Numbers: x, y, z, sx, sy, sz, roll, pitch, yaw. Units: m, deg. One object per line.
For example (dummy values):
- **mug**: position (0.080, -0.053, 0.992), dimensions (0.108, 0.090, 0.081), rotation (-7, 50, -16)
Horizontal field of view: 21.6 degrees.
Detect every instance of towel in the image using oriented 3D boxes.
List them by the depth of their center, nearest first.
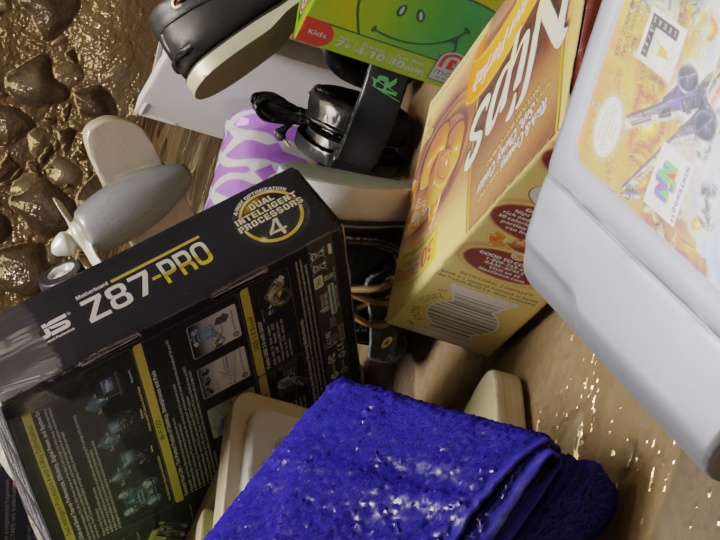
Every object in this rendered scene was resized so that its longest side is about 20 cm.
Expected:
- **towel**: position (-0.019, 0.123, 0.644), dimensions (0.147, 0.050, 0.200), rotation (14, 55, 44)

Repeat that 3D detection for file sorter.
- **file sorter**: position (-0.061, -0.171, 1.291), dimensions (0.200, 0.137, 0.126), rotation (146, 137, -71)

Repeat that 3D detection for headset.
- **headset**: position (-0.010, -0.113, 1.110), dimensions (0.200, 0.093, 0.125), rotation (134, 151, -76)

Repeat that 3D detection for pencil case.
- **pencil case**: position (-0.070, -0.009, 1.263), dimensions (0.084, 0.085, 0.202), rotation (130, 153, -70)

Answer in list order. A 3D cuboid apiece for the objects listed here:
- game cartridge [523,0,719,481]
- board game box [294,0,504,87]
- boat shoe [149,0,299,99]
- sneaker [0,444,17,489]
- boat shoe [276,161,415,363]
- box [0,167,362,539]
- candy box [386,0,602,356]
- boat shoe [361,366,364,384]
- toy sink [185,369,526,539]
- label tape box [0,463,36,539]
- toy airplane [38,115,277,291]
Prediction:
- **game cartridge**: position (0.112, -0.051, 0.527), dimensions (0.133, 0.041, 0.202), rotation (-125, 45, -55)
- **board game box**: position (0.046, -0.176, 0.925), dimensions (0.200, 0.101, 0.048), rotation (123, 160, -53)
- **boat shoe**: position (-0.035, -0.183, 1.147), dimensions (0.200, 0.063, 0.074), rotation (-33, -10, -10)
- **sneaker**: position (-0.102, 0.047, 0.971), dimensions (0.200, 0.090, 0.075), rotation (-51, 1, -36)
- **boat shoe**: position (0.000, 0.000, 0.916), dimensions (0.200, 0.070, 0.092), rotation (2, -81, -79)
- **box**: position (-0.076, 0.067, 0.837), dimensions (0.049, 0.160, 0.201), rotation (49, 160, 34)
- **candy box**: position (0.073, -0.056, 0.758), dimensions (0.200, 0.055, 0.117), rotation (130, 154, -62)
- **boat shoe**: position (-0.054, 0.138, 1.060), dimensions (0.075, 0.062, 0.202), rotation (-128, 54, -73)
- **toy sink**: position (-0.019, 0.137, 0.785), dimensions (0.131, 0.111, 0.201), rotation (-89, 20, -50)
- **label tape box**: position (-0.204, 0.149, 0.997), dimensions (0.066, 0.199, 0.145), rotation (31, 124, 42)
- **toy airplane**: position (-0.100, 0.030, 1.099), dimensions (0.141, 0.198, 0.200), rotation (-86, 21, -63)
